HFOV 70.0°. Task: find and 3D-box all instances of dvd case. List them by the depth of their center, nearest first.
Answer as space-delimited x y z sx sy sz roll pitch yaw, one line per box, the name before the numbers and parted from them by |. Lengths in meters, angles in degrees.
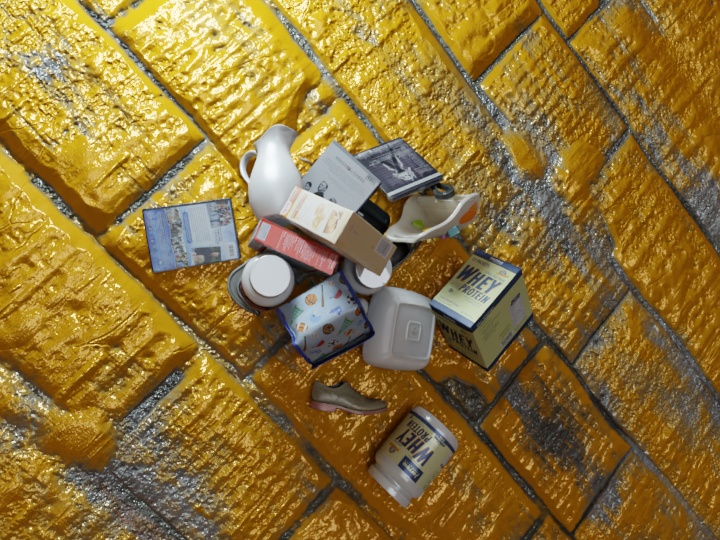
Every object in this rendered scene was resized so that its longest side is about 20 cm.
dvd case | -0.382 -0.082 1.172 0.197 0.018 0.145 -10 90 -17
dvd case | -0.069 -0.174 1.186 0.150 0.025 0.200 41 94 4
dvd case | 0.088 -0.251 1.260 0.147 0.201 0.016 -24 140 -17

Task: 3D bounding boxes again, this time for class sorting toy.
sorting toy | 0.158 -0.109 1.219 0.179 0.199 0.108 -26 111 -33

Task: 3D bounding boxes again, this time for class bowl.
bowl | 0.108 0.147 1.264 0.198 0.074 0.203 14 82 -33

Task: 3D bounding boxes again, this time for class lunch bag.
lunch bag | -0.064 0.123 1.117 0.168 0.201 0.125 -28 61 -4

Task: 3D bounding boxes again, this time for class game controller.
game controller | -0.014 -0.137 1.259 0.199 0.042 0.105 33 96 -31

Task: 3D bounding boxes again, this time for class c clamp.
c clamp | -0.206 0.035 1.219 0.199 0.027 0.172 -31 97 -17

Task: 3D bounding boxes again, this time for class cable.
cable | 0.171 -0.201 1.266 0.096 0.199 0.051 -27 124 -27

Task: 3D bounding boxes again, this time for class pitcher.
pitcher | -0.207 -0.197 1.150 0.120 0.170 0.203 13 65 -49

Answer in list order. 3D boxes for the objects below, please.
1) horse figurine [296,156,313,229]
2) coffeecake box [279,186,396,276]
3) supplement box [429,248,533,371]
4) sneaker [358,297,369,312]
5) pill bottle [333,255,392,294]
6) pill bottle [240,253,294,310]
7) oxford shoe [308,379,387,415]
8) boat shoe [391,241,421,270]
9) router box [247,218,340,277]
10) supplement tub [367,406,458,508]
horse figurine | -0.102 -0.185 1.248 0.131 0.050 0.203 16 83 -17
coffeecake box | -0.048 -0.082 1.049 0.153 0.199 0.074 34 87 -45
supplement box | 0.306 0.099 1.279 0.200 0.134 0.201 -46 135 -15
sneaker | -0.079 0.096 1.226 0.199 0.074 0.117 -33 109 -15
pill bottle | 0.000 0.000 1.195 0.110 0.200 0.114 1 87 -17
pill bottle | -0.201 0.025 1.106 0.110 0.200 0.113 2 81 -14
oxford shoe | -0.024 0.307 1.246 0.197 0.070 0.076 10 79 -18
boat shoe | 0.106 -0.062 1.304 0.200 0.059 0.072 -44 100 -15
router box | -0.153 -0.044 1.131 0.178 0.200 0.049 25 82 -14
supplement tub | 0.126 0.450 1.247 0.145 0.145 0.200 46 76 -11
